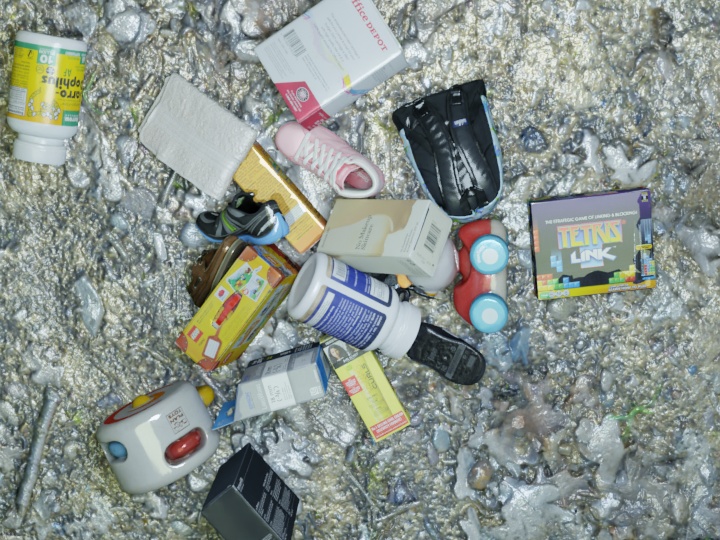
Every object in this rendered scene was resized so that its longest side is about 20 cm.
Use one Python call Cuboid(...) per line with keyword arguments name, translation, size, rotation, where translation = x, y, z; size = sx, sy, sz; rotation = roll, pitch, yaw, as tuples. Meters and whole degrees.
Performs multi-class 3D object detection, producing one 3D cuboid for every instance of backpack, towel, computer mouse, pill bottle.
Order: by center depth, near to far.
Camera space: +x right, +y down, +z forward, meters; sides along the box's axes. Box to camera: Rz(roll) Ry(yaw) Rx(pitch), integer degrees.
Cuboid(name="backpack", translation=(0.157, -0.177, 1.675), size=(0.162, 0.154, 0.201), rotation=(-21, 73, 2))
Cuboid(name="pill bottle", translation=(-0.508, -0.277, 1.679), size=(0.112, 0.113, 0.202), rotation=(10, 100, -1))
Cuboid(name="towel", translation=(-0.267, -0.220, 1.686), size=(0.200, 0.034, 0.133), rotation=(36, 102, 21))
Cuboid(name="pill bottle", translation=(-0.008, 0.061, 1.687), size=(0.199, 0.116, 0.116), rotation=(27, 100, -18))
Cuboid(name="computer mouse", translation=(0.130, 0.102, 1.772), size=(0.199, 0.046, 0.141), rotation=(20, 105, 9))

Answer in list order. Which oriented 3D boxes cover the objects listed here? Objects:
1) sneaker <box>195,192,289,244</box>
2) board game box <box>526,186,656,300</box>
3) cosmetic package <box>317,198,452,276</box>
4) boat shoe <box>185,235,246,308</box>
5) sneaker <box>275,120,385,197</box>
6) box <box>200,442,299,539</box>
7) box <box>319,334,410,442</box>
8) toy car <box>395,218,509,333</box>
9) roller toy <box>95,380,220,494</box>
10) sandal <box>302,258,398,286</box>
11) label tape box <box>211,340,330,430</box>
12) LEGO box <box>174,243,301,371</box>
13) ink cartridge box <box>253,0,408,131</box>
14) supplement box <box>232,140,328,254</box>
Cuboid(name="sneaker", translation=(-0.193, -0.088, 1.691), size=(0.199, 0.071, 0.083), rotation=(2, 112, 44))
Cuboid(name="board game box", translation=(0.383, -0.045, 1.731), size=(0.198, 0.057, 0.167), rotation=(-7, 102, 2))
Cuboid(name="cosmetic package", translation=(0.036, -0.054, 1.655), size=(0.071, 0.199, 0.106), rotation=(38, 64, -43))
Cuboid(name="boat shoe", translation=(-0.245, 0.001, 1.701), size=(0.068, 0.072, 0.200), rotation=(39, 139, 7))
Cuboid(name="sneaker", translation=(-0.050, -0.180, 1.692), size=(0.199, 0.105, 0.076), rotation=(29, 102, -3))
Cuboid(name="box", translation=(-0.182, 0.395, 1.753), size=(0.079, 0.200, 0.141), rotation=(-37, 97, 8))
Cuboid(name="box", translation=(0.008, 0.188, 1.786), size=(0.075, 0.050, 0.201), rotation=(-27, 99, 5))
Cuboid(name="toy car", translation=(0.140, 0.005, 1.687), size=(0.198, 0.184, 0.178), rotation=(1, 101, 8))
Cuboid(name="roller toy", translation=(-0.338, 0.271, 1.742), size=(0.199, 0.182, 0.140), rotation=(-24, 98, 6))
Cuboid(name="sandal", translation=(0.000, 0.001, 1.752), size=(0.199, 0.048, 0.076), rotation=(-10, 100, 4))
Cuboid(name="label tape box", translation=(-0.155, 0.189, 1.742), size=(0.199, 0.144, 0.064), rotation=(-17, 100, 4))
Cuboid(name="LEGO box", translation=(-0.194, 0.058, 1.709), size=(0.077, 0.149, 0.200), rotation=(39, 100, 8))
Cuboid(name="ink cartridge box", translation=(-0.045, -0.339, 1.655), size=(0.199, 0.086, 0.148), rotation=(-31, 81, 6))
Cuboid(name="supplement box", translation=(-0.138, -0.124, 1.723), size=(0.069, 0.067, 0.200), rotation=(-42, 98, 8))
